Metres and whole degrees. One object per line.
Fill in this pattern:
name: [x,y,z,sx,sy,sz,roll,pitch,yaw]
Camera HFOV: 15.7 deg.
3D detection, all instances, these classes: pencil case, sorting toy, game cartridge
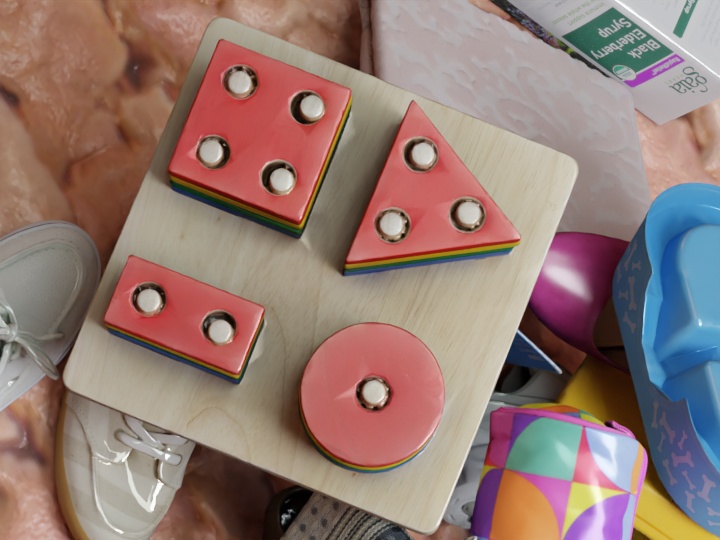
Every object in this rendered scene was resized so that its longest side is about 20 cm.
pencil case: [0.089,0.166,1.289,0.088,0.088,0.201,9,89,-27]
sorting toy: [-0.018,-0.002,1.264,0.198,0.070,0.200,22,81,1]
game cartridge: [0.186,0.109,1.423,0.176,0.032,0.200,35,23,6]

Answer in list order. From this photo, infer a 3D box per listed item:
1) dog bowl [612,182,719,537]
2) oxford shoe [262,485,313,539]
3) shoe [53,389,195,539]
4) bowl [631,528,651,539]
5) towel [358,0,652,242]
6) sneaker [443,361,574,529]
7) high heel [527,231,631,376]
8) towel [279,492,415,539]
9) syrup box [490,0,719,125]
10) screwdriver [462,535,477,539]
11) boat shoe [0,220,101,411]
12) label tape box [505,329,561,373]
dog bowl: [0.190,0.051,1.355,0.111,0.050,0.200,9,54,-30]
oxford shoe: [0.026,0.184,1.359,0.200,0.084,0.073,35,74,13]
shoe: [-0.113,0.053,1.377,0.070,0.053,0.201,18,69,-24]
bowl: [0.141,0.224,1.432,0.107,0.200,0.201,-16,84,12]
towel: [0.082,-0.074,1.482,0.200,0.032,0.191,25,38,-25]
sneaker: [0.125,0.091,1.491,0.200,0.078,0.100,5,60,-36]
high heel: [0.173,0.041,1.406,0.200,0.096,0.068,24,100,-29]
towel: [-0.017,0.225,1.280,0.035,0.193,0.200,26,105,-43]
syrup box: [0.142,-0.180,1.564,0.200,0.079,0.082,35,63,-18]
screwdriver: [-0.003,0.181,1.328,0.029,0.200,0.028,42,38,-20]
boat shoe: [-0.195,0.039,1.315,0.202,0.086,0.075,-41,99,-30]
label tape box: [0.000,0.000,1.394,0.063,0.144,0.200,-44,101,-9]
